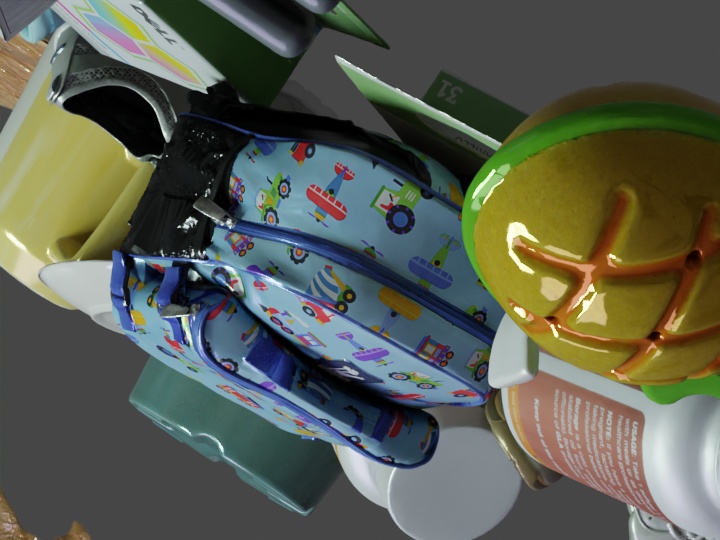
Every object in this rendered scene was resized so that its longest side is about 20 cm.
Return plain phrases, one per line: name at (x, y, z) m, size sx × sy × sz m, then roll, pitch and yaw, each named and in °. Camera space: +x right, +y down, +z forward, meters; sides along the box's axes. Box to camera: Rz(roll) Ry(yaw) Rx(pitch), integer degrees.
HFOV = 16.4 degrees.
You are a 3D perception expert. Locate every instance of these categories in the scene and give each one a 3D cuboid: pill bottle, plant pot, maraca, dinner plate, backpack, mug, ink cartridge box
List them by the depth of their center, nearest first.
maraca at (0.126, -0.003, 1.003) m, size 0.137 × 0.107 × 0.200 m, roll -24°, pitch 136°, yaw 31°
ink cartridge box at (0.082, -0.047, 1.162) m, size 0.145 × 0.048 × 0.200 m, roll 29°, pitch 170°, yaw 25°
backpack at (-0.002, 0.009, 1.182) m, size 0.182 × 0.135 × 0.200 m, roll 33°, pitch 169°, yaw -32°
ink cartridge box at (-0.090, -0.137, 1.247) m, size 0.200 × 0.059 × 0.104 m, roll 24°, pitch 167°, yaw 45°
pill bottle at (0.171, 0.076, 1.316) m, size 0.112 × 0.113 × 0.200 m, roll 38°, pitch 171°, yaw -33°
dinner plate at (-0.088, 0.028, 1.434) m, size 0.199 × 0.024 × 0.200 m, roll 10°, pitch 169°, yaw 2°
pill bottle at (0.031, 0.077, 1.526) m, size 0.113 × 0.113 × 0.200 m, roll 37°, pitch -167°, yaw -29°
mug at (-0.169, -0.061, 1.542) m, size 0.149 × 0.153 × 0.187 m, roll 40°, pitch -173°, yaw 11°
plant pot at (-0.045, 0.048, 1.704) m, size 0.200 × 0.197 × 0.200 m, roll 31°, pitch 172°, yaw 5°

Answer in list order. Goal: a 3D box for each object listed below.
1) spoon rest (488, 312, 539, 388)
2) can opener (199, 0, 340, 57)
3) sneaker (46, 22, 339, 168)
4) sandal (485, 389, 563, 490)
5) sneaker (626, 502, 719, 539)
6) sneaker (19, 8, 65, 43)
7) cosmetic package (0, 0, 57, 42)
spoon rest at (0.154, 0.026, 1.119) m, size 0.199 × 0.061 × 0.099 m, roll 3°, pitch 169°, yaw -23°
can opener at (-0.095, -0.174, 1.129) m, size 0.200 × 0.053 × 0.067 m, roll 35°, pitch -154°, yaw -4°
sneaker at (-0.092, -0.076, 1.425) m, size 0.199 × 0.082 × 0.075 m, roll 25°, pitch 140°, yaw -9°
sandal at (0.124, 0.069, 1.484) m, size 0.080 × 0.054 × 0.200 m, roll 52°, pitch -159°, yaw -5°
sneaker at (0.220, 0.151, 1.626) m, size 0.199 × 0.100 × 0.078 m, roll 31°, pitch 172°, yaw 12°
sneaker at (-0.223, -0.194, 1.344) m, size 0.200 × 0.082 × 0.074 m, roll 38°, pitch 170°, yaw -31°
cosmetic package at (-0.216, -0.206, 1.182) m, size 0.200 × 0.051 × 0.083 m, roll 50°, pitch 171°, yaw 3°
